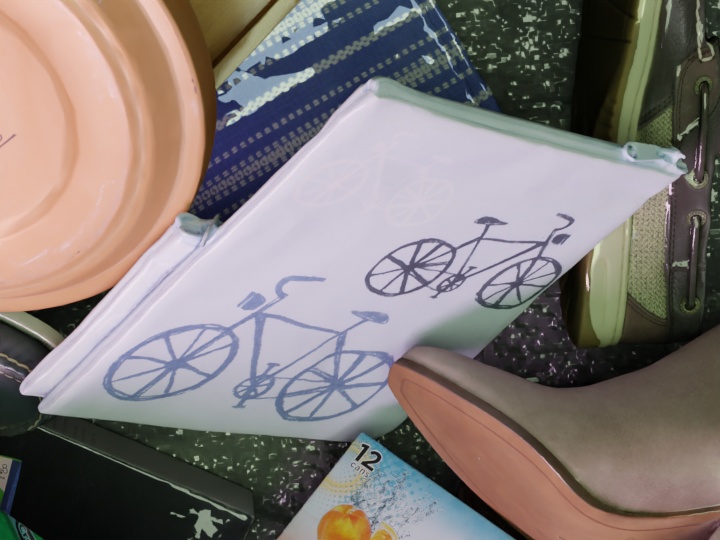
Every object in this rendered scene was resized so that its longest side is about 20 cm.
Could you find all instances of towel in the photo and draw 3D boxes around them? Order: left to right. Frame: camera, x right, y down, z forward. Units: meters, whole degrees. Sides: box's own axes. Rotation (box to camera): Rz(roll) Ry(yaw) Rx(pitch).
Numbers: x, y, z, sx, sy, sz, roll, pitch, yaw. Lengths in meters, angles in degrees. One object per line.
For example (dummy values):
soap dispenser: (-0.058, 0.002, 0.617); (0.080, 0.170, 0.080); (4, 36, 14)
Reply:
towel: (-0.046, -0.098, 0.979); (0.144, 0.024, 0.201); (-30, 101, 4)

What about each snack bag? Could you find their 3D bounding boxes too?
snack bag: (0.000, 0.000, 0.910); (0.188, 0.021, 0.200); (10, 137, -46)

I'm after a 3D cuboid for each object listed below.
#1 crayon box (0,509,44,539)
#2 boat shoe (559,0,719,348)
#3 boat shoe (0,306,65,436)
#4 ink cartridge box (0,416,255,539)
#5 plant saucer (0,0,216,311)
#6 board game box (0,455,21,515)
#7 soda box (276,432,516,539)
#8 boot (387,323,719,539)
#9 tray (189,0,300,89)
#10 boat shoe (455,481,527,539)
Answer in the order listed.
crayon box: (-0.173, 0.164, 0.912); (0.199, 0.058, 0.119); (-24, 131, 32)
boat shoe: (0.122, -0.065, 0.975); (0.066, 0.072, 0.202); (3, 107, -11)
boat shoe: (-0.207, 0.042, 0.928); (0.199, 0.062, 0.075); (7, 126, 7)
ink cartridge box: (-0.152, 0.101, 1.003); (0.199, 0.039, 0.100); (23, 100, -8)
plant saucer: (-0.149, -0.063, 0.845); (0.199, 0.032, 0.201); (8, 131, 9)
board game box: (-0.212, 0.126, 0.947); (0.135, 0.035, 0.200); (14, 139, -7)
soda box: (0.060, 0.151, 0.962); (0.200, 0.064, 0.068); (34, 75, 21)
boot: (0.130, 0.057, 0.950); (0.200, 0.070, 0.146); (41, 69, 9)
tray: (-0.031, -0.167, 0.935); (0.099, 0.037, 0.200); (43, 97, -8)
boat shoe: (0.131, 0.132, 1.022); (0.200, 0.071, 0.070); (38, 135, -8)
